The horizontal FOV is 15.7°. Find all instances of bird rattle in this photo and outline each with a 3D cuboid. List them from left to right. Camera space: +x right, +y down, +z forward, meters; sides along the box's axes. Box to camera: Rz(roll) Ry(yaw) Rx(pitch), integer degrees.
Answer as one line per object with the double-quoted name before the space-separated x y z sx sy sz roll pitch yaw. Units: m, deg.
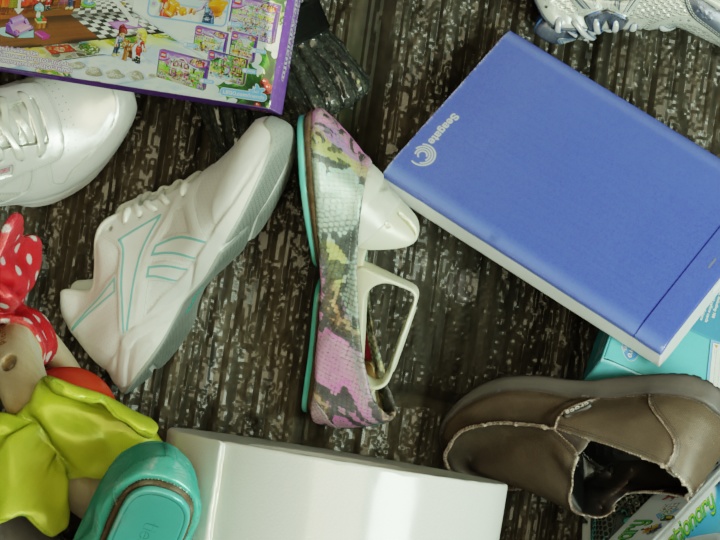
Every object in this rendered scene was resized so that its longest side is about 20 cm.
"bird rattle" -0.189 0.075 1.514 0.112 0.163 0.200 -33 51 -2

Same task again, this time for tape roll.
"tape roll" -0.024 0.174 1.495 0.202 0.203 0.140 9 88 -3

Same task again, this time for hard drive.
"hard drive" 0.131 -0.046 1.546 0.200 0.025 0.132 33 64 18

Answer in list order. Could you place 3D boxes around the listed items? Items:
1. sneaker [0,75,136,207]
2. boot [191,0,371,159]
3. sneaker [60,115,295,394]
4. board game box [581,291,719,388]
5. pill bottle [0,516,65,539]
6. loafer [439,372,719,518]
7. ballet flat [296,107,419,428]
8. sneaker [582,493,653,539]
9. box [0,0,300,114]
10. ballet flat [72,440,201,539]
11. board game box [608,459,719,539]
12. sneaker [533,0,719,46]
"sneaker" -0.225 -0.067 1.542 0.199 0.100 0.075 -23 87 -5
"boot" -0.033 -0.175 1.565 0.211 0.079 0.158 -36 83 7
"sneaker" -0.112 -0.020 1.534 0.080 0.070 0.201 41 114 7
"board game box" 0.248 0.041 1.562 0.199 0.047 0.151 24 61 -3
"pill bottle" -0.221 0.188 1.525 0.113 0.114 0.201 -28 90 -4
"loafer" 0.122 0.105 1.520 0.073 0.199 0.071 47 49 -31
"ballet flat" 0.000 0.000 1.544 0.071 0.069 0.201 3 110 10
"sneaker" 0.162 0.195 1.559 0.077 0.091 0.201 17 87 -3
"box" -0.132 -0.174 1.520 0.199 0.039 0.138 10 89 10
"ballet flat" -0.139 0.175 1.441 0.067 0.071 0.201 23 117 -11
"board game box" 0.182 0.200 1.505 0.034 0.200 0.127 -4 108 34
"sneaker" 0.146 -0.171 1.589 0.199 0.077 0.086 28 97 5
